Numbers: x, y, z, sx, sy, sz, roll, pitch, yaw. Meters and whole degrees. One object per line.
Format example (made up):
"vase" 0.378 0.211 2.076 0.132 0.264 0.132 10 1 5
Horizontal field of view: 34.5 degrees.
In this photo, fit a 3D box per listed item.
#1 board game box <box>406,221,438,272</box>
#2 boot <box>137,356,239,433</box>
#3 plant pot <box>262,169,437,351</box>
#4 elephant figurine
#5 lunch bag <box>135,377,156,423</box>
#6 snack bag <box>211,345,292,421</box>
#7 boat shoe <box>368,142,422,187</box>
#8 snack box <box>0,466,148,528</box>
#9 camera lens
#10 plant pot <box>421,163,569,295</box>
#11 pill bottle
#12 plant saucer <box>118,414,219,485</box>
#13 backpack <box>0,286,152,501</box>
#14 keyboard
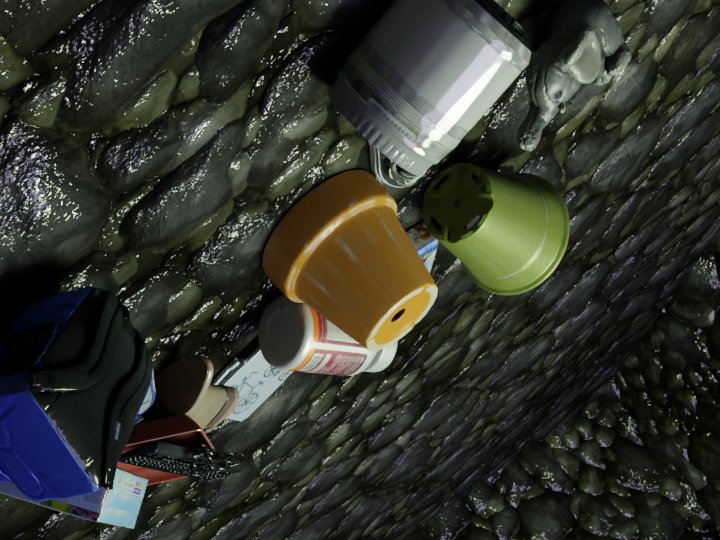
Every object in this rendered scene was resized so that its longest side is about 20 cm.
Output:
"board game box" 0.029 0.033 1.867 0.199 0.041 0.200 -32 156 -24
"boot" -0.227 0.181 1.646 0.200 0.071 0.146 -40 155 31
"plant pot" 0.000 0.000 1.560 0.200 0.183 0.201 -35 157 -17
"elephant figurine" 0.271 -0.282 1.560 0.200 0.156 0.141 -34 -179 -43
"lunch bag" -0.332 0.147 1.410 0.160 0.076 0.201 -31 155 -22
"snack bag" -0.156 0.157 1.805 0.200 0.021 0.188 -44 159 4
"boat shoe" 0.054 -0.147 1.534 0.072 0.071 0.200 -42 159 -1
"snack box" -0.361 0.234 1.326 0.169 0.198 0.068 83 22 -75
"camera lens" 0.080 -0.229 1.304 0.200 0.160 0.160 -48 158 13
"plant pot" 0.191 -0.079 1.780 0.200 0.200 0.189 -48 146 15
"pill bottle" -0.044 0.098 1.709 0.199 0.110 0.110 11 126 -45
"plant saucer" -0.302 0.255 1.622 0.198 0.037 0.200 -11 155 -1
"backpack" -0.322 0.115 1.215 0.201 0.166 0.163 -68 144 -50
"keyboard" -0.238 0.274 1.602 0.103 0.040 0.200 -24 154 24
